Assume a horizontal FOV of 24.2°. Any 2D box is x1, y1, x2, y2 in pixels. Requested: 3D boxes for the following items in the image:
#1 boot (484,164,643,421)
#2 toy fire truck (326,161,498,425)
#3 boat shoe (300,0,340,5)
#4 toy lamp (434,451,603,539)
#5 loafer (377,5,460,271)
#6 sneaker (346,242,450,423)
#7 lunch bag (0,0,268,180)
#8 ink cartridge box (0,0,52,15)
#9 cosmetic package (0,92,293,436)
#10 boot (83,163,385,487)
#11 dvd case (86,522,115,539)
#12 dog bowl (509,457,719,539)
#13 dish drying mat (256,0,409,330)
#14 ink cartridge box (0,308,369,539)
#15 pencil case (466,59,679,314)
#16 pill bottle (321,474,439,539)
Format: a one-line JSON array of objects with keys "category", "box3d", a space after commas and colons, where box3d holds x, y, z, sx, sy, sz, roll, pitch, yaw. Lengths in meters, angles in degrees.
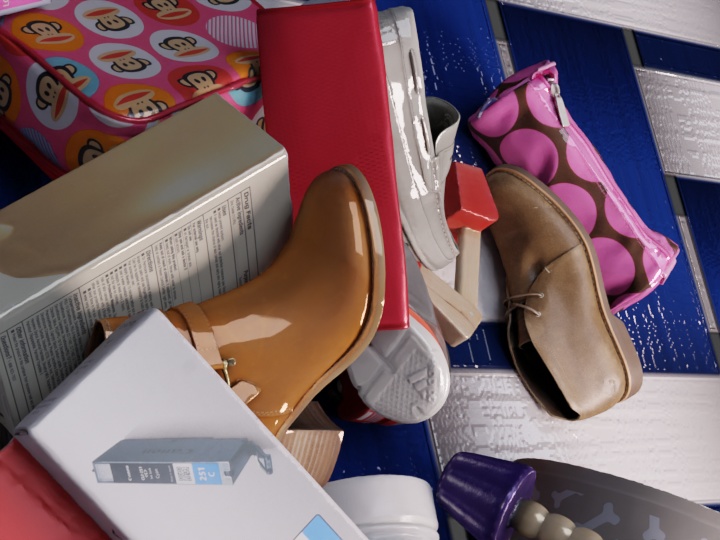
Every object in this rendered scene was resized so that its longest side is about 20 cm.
[{"category": "boot", "box3d": [0.134, 0.017, 1.244, 0.075, 0.074, 0.200, -25, 87, -35]}, {"category": "toy fire truck", "box3d": [0.038, 0.015, 1.173, 0.141, 0.049, 0.200, 10, 61, -36]}, {"category": "boat shoe", "box3d": [-0.036, -0.109, 1.176, 0.070, 0.071, 0.200, 58, 33, -40]}, {"category": "toy lamp", "box3d": [0.138, 0.165, 1.002, 0.200, 0.058, 0.058, 24, 43, 18]}, {"category": "loafer", "box3d": [0.034, -0.081, 1.084, 0.070, 0.070, 0.200, -116, -179, -47]}, {"category": "sneaker", "box3d": [0.000, 0.000, 1.074, 0.200, 0.077, 0.082, 68, 18, -3]}, {"category": "lunch bag", "box3d": [-0.141, -0.129, 1.054, 0.176, 0.082, 0.200, 40, 39, 26]}, {"category": "ink cartridge box", "box3d": [-0.289, -0.167, 0.960, 0.119, 0.042, 0.200, 27, 32, 32]}, {"category": "cosmetic package", "box3d": [-0.136, -0.005, 0.948, 0.200, 0.105, 0.071, -32, 54, -26]}, {"category": "boot", "box3d": [-0.074, 0.032, 0.934, 0.155, 0.074, 0.200, 7, 96, -29]}, {"category": "dvd case", "box3d": [-0.111, 0.216, 0.891, 0.146, 0.022, 0.200, 37, 72, -22]}, {"category": "dog bowl", "box3d": [0.184, 0.187, 1.110, 0.200, 0.200, 0.059, 28, 74, -26]}, {"category": "dish drying mat", "box3d": [-0.016, -0.061, 1.013, 0.018, 0.077, 0.200, -54, 139, -79]}, {"category": "ink cartridge box", "box3d": [-0.104, 0.151, 0.857, 0.200, 0.045, 0.176, 48, 68, -10]}, {"category": "pencil case", "box3d": [0.167, -0.063, 1.292, 0.200, 0.094, 0.091, 54, 45, -5]}, {"category": "pill bottle", "box3d": [0.010, 0.230, 0.990, 0.113, 0.113, 0.200, 9, 62, -37]}]
